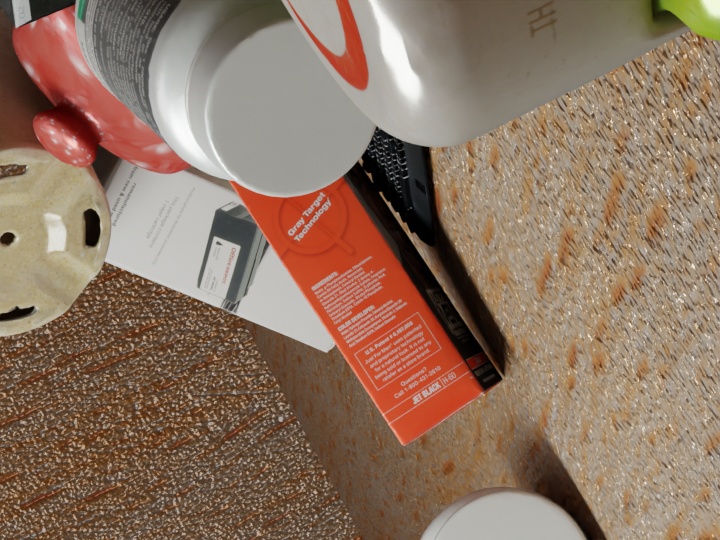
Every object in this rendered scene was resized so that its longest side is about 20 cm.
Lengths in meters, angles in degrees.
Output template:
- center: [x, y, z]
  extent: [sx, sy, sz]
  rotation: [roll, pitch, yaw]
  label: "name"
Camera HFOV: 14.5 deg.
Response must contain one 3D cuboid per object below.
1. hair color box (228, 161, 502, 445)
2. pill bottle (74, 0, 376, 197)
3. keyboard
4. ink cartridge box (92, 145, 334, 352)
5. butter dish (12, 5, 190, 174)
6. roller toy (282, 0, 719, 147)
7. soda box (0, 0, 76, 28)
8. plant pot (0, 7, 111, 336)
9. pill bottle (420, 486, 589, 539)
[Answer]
- center: [0.000, 0.000, 1.646]
  extent: [0.200, 0.061, 0.102]
  rotation: [56, -172, 3]
  label: "hair color box"
- center: [-0.070, -0.113, 1.485]
  extent: [0.113, 0.113, 0.200]
  rotation: [65, 169, -28]
  label: "pill bottle"
- center: [0.000, -0.079, 1.569]
  extent: [0.104, 0.040, 0.200]
  rotation: [59, 172, 20]
  label: "keyboard"
- center: [-0.104, -0.037, 1.935]
  extent: [0.200, 0.084, 0.145]
  rotation: [24, -167, -24]
  label: "ink cartridge box"
- center: [-0.141, -0.126, 1.718]
  extent: [0.199, 0.148, 0.200]
  rotation: [39, 161, -7]
  label: "butter dish"
- center: [0.019, -0.130, 0.704]
  extent: [0.182, 0.140, 0.200]
  rotation: [63, 174, -11]
  label: "roller toy"
- center: [-0.216, -0.236, 1.630]
  extent: [0.200, 0.063, 0.071]
  rotation: [54, 160, 31]
  label: "soda box"
- center: [-0.251, -0.055, 1.806]
  extent: [0.183, 0.200, 0.200]
  rotation: [49, 166, 52]
  label: "plant pot"
- center: [0.086, 0.193, 1.714]
  extent: [0.114, 0.114, 0.200]
  rotation: [61, 174, 10]
  label: "pill bottle"
